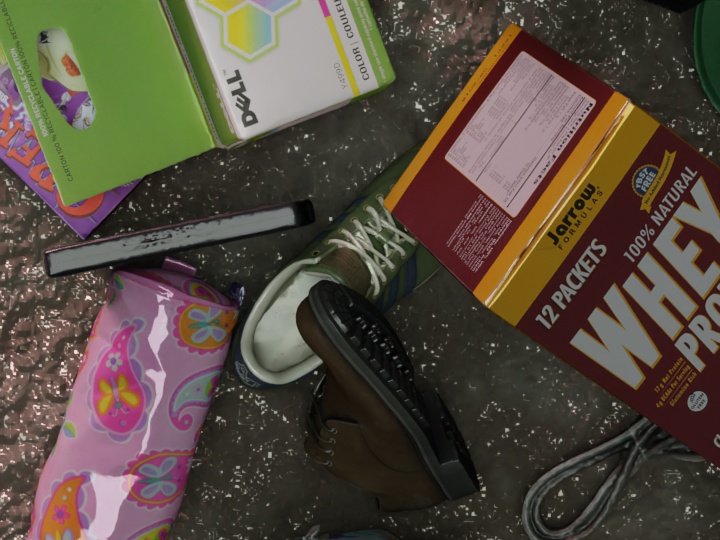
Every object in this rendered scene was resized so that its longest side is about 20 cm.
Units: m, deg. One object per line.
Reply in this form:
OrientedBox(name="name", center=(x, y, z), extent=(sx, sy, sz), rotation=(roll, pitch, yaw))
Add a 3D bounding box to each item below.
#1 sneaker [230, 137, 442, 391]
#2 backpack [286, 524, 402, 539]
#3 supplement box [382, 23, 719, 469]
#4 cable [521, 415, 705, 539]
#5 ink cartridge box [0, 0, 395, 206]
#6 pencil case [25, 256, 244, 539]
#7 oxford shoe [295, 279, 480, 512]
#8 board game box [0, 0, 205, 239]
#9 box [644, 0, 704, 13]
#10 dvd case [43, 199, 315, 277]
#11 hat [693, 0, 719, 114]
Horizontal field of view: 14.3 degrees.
OrientedBox(name="sneaker", center=(0.000, 0.000, 1.696), extent=(0.200, 0.090, 0.067), rotation=(-44, 91, 4))
OrientedBox(name="backpack", center=(-0.017, 0.240, 1.664), extent=(0.150, 0.200, 0.179), rotation=(9, 96, 21))
OrientedBox(name="supplement box", center=(0.149, -0.012, 1.609), extent=(0.197, 0.200, 0.133), rotation=(34, 95, -22))
OrientedBox(name="cable", center=(0.181, 0.097, 1.717), extent=(0.199, 0.050, 0.098), rotation=(-23, 95, 2))
OrientedBox(name="ink cartridge box", center=(-0.101, -0.139, 1.669), extent=(0.199, 0.076, 0.149), rotation=(-22, 94, -14))
OrientedBox(name="pencil case", center=(-0.137, 0.093, 1.711), extent=(0.087, 0.087, 0.201), rotation=(18, 95, 0))
OrientedBox(name="oxford shoe", center=(-0.001, 0.084, 1.669), extent=(0.084, 0.073, 0.200), rotation=(-22, 134, 8))
OrientedBox(name="board game box", center=(-0.195, -0.131, 1.724), extent=(0.200, 0.032, 0.120), rotation=(44, 99, -2))
OrientedBox(name="box", center=(0.120, -0.234, 1.618), extent=(0.195, 0.200, 0.118), rotation=(20, 94, 1))
OrientedBox(name="dvd case", center=(-0.099, -0.020, 1.642), extent=(0.142, 0.200, 0.018), rotation=(-12, 91, 2))
OrientedBox(name="hat", center=(0.267, -0.108, 1.602), extent=(0.164, 0.176, 0.201), rotation=(15, 122, 2))
